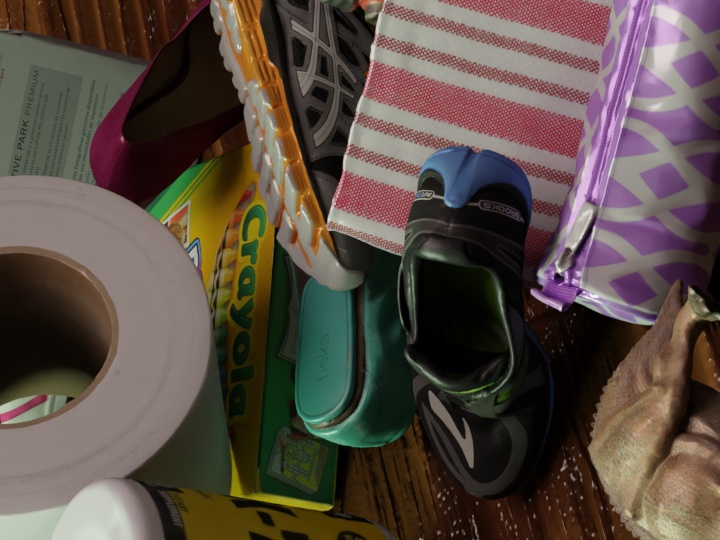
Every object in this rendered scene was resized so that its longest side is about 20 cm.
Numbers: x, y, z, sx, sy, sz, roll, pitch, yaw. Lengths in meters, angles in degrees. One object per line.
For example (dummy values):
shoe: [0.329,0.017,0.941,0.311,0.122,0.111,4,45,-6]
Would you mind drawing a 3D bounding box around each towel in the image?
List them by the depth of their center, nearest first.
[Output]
towel: [0.078,-0.094,1.398,0.030,0.146,0.201,-19,-55,-80]

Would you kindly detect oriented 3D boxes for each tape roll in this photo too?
tape roll: [-0.168,0.071,1.522,0.139,0.202,0.203,87,173,-55]

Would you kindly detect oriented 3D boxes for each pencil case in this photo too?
pencil case: [0.131,-0.071,1.331,0.084,0.085,0.201,15,92,54]

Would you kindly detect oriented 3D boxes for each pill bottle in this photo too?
pill bottle: [-0.043,0.167,1.422,0.114,0.199,0.115,-28,56,53]

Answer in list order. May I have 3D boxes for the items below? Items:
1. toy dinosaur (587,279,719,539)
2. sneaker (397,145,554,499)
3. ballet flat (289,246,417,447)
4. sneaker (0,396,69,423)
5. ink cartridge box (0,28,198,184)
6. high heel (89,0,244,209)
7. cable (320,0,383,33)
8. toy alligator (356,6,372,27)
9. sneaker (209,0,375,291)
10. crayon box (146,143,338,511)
toy dinosaur: [0.136,0.094,1.233,0.136,0.086,0.200,-47,52,26]
sneaker: [0.045,0.035,1.373,0.200,0.070,0.083,83,-158,-45]
ballet flat: [0.000,0.000,1.542,0.067,0.070,0.201,-18,60,34]
sneaker: [-0.241,0.070,1.875,0.084,0.120,0.201,22,99,63]
ink cartridge box: [-0.198,-0.038,1.791,0.084,0.175,0.201,9,87,60]
high heel: [-0.079,-0.113,1.653,0.200,0.067,0.096,-58,-1,-24]
cable: [0.027,-0.200,1.495,0.097,0.050,0.201,-28,45,48]
toy alligator: [0.003,-0.155,1.606,0.200,0.059,0.054,-29,55,53]
sneaker: [-0.020,-0.086,1.506,0.078,0.077,0.201,112,145,-66]
crayon box: [-0.073,0.039,1.665,0.172,0.058,0.201,-19,64,56]
